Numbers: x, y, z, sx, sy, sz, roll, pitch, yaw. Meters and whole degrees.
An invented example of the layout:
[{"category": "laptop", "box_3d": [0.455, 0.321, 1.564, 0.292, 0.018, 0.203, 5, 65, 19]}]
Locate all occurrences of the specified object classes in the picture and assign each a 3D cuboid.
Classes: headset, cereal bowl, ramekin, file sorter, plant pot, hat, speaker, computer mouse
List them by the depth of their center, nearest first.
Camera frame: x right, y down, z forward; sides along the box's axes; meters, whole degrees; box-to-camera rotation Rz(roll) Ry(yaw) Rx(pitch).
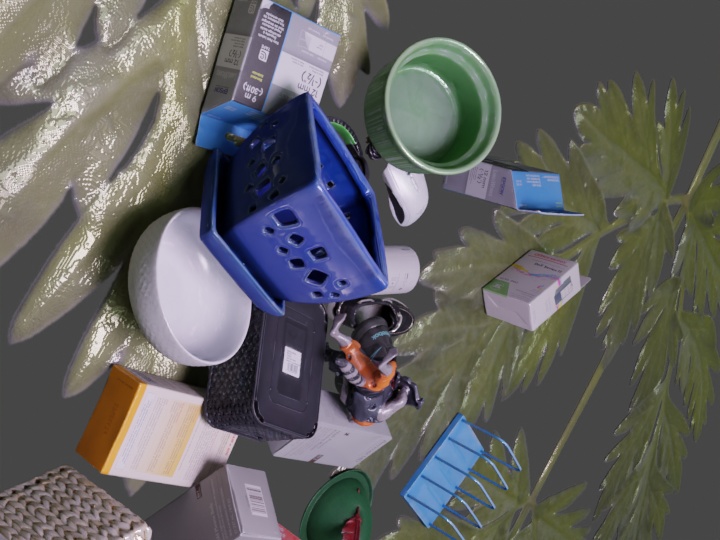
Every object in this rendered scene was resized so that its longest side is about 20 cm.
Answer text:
[{"category": "cereal bowl", "box_3d": [-0.226, 0.025, 1.122, 0.200, 0.083, 0.201, 32, 53, -56]}, {"category": "plant pot", "box_3d": [-0.091, -0.071, 1.130, 0.179, 0.200, 0.200, -22, 132, 14]}, {"category": "headset", "box_3d": [-0.031, -0.123, 1.281, 0.123, 0.094, 0.201, -31, 115, -35]}, {"category": "ramekin", "box_3d": [0.102, -0.238, 1.324, 0.199, 0.098, 0.201, 1, 89, -27]}, {"category": "speaker", "box_3d": [0.000, 0.000, 1.374, 0.200, 0.081, 0.081, -2, 108, -45]}, {"category": "computer mouse", "box_3d": [0.073, -0.154, 1.414, 0.110, 0.044, 0.200, -44, 133, -26]}, {"category": "hat", "box_3d": [0.007, 0.455, 1.495, 0.200, 0.176, 0.166, -29, 125, -36]}, {"category": "file sorter", "box_3d": [0.201, 0.413, 1.722, 0.200, 0.123, 0.139, -50, 134, -19]}]

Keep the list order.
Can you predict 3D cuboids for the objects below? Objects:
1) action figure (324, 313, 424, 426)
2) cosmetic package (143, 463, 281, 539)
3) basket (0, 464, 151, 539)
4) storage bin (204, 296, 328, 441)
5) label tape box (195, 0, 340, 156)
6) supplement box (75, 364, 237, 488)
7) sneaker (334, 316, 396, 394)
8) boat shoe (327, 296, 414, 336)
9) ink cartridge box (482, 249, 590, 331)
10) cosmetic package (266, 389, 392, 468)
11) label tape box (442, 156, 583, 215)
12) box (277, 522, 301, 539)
[{"category": "action figure", "box_3d": [-0.013, 0.158, 1.311, 0.105, 0.200, 0.194, -49, 146, -36]}, {"category": "cosmetic package", "box_3d": [-0.213, 0.361, 1.214, 0.200, 0.107, 0.090, -37, 143, 20]}, {"category": "basket", "box_3d": [-0.366, 0.375, 1.067, 0.161, 0.200, 0.199, -23, 122, -45]}, {"category": "storage bin", "box_3d": [-0.127, 0.127, 1.227, 0.135, 0.094, 0.201, 31, 55, -48]}, {"category": "label tape box", "box_3d": [-0.121, -0.240, 1.162, 0.143, 0.066, 0.201, 13, 95, -48]}, {"category": "supplement box", "box_3d": [-0.263, 0.215, 1.193, 0.200, 0.073, 0.126, 27, 85, -48]}, {"category": "sneaker", "box_3d": [0.011, 0.164, 1.419, 0.075, 0.079, 0.200, -16, 142, -26]}, {"category": "boat shoe", "box_3d": [0.032, 0.077, 1.453, 0.200, 0.060, 0.074, 22, 89, -48]}, {"category": "ink cartridge box", "box_3d": [0.345, 0.025, 1.715, 0.200, 0.117, 0.067, -35, 126, -32]}, {"category": "cosmetic package", "box_3d": [-0.051, 0.251, 1.403, 0.102, 0.074, 0.200, -41, 142, 23]}, {"category": "label tape box", "box_3d": [0.260, -0.144, 1.485, 0.143, 0.200, 0.066, -3, 107, -46]}, {"category": "box", "box_3d": [-0.135, 0.438, 1.324, 0.095, 0.200, 0.103, -45, 134, -24]}]
